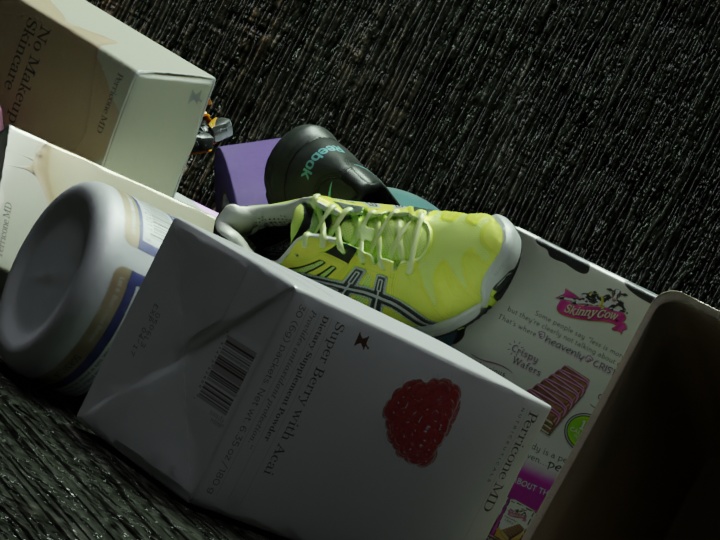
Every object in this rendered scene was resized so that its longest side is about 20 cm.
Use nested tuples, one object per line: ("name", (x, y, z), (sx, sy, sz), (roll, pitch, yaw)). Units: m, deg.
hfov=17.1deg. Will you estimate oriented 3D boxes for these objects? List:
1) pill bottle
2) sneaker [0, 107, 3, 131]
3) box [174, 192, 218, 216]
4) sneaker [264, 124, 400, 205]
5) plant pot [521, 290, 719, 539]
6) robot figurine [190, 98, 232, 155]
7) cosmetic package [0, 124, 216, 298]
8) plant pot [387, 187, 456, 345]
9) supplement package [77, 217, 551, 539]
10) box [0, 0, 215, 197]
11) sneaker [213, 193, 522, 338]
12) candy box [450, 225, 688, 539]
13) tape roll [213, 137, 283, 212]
("pill bottle", (-0.095, 0.040, 1.349), (0.199, 0.116, 0.116), (27, 0, -28))
("sneaker", (-0.304, -0.072, 1.456), (0.070, 0.082, 0.199), (34, 26, 35))
("box", (-0.097, 0.030, 1.565), (0.199, 0.144, 0.036), (25, -40, -13))
("sneaker", (0.000, 0.000, 1.512), (0.079, 0.075, 0.200), (26, -27, 41))
("plant pot", (0.213, 0.161, 1.300), (0.199, 0.201, 0.177), (27, -10, 19))
("robot figurine", (-0.192, -0.096, 1.736), (0.199, 0.059, 0.145), (-18, 12, -38))
("cosmetic package", (-0.152, 0.004, 1.458), (0.199, 0.104, 0.073), (24, -37, -29))
("plant pot", (0.018, 0.052, 1.965), (0.200, 0.201, 0.161), (26, 14, -23))
("supplement package", (-0.022, 0.074, 1.253), (0.199, 0.122, 0.120), (25, 2, -41))
("box", (-0.197, -0.126, 1.552), (0.200, 0.095, 0.078), (31, 17, 34))
("sneaker", (-0.001, -0.007, 1.392), (0.199, 0.076, 0.076), (-4, -29, 32))
("candy box", (0.106, 0.092, 1.401), (0.136, 0.201, 0.061), (27, 1, 8))
("tape roll", (-0.050, 0.004, 1.735), (0.084, 0.201, 0.200), (-9, 7, -8))
